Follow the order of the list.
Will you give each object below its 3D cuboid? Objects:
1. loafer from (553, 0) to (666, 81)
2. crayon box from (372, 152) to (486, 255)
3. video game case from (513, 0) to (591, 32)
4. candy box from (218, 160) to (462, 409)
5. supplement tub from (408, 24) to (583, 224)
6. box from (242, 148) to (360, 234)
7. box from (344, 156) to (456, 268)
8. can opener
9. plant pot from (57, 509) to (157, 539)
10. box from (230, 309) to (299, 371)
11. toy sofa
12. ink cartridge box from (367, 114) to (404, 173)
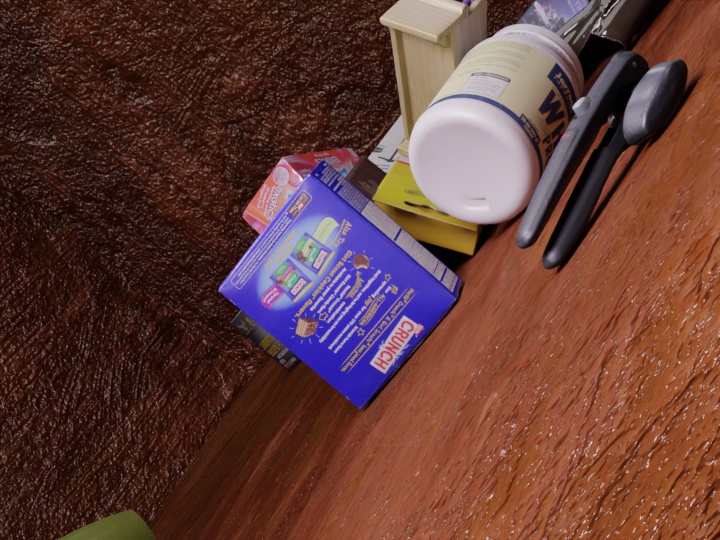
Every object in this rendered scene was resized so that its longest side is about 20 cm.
[{"bbox_3d":[0.293,-0.279,1.670,0.200,0.072,0.072,-46,42,29],"label":"loafer"},{"bbox_3d":[0.086,-0.079,1.700,0.200,0.125,0.051,-57,-18,-64],"label":"crayon box"},{"bbox_3d":[0.236,-0.274,1.910,0.200,0.019,0.144,-49,49,36],"label":"video game case"},{"bbox_3d":[-0.019,0.016,1.555,0.169,0.199,0.077,-49,2,22],"label":"candy box"},{"bbox_3d":[0.150,-0.160,1.579,0.145,0.144,0.201,-48,5,46],"label":"supplement tub"},{"bbox_3d":[-0.053,-0.089,1.966,0.103,0.095,0.199,-51,-15,23],"label":"box"},{"bbox_3d":[0.000,0.000,1.760,0.166,0.164,0.200,-50,3,25],"label":"box"},{"bbox_3d":[0.177,-0.091,1.147,0.201,0.063,0.079,-53,4,-19],"label":"can opener"},{"bbox_3d":[-0.470,0.537,2.712,0.199,0.188,0.187,-36,-3,-23],"label":"plant pot"},{"bbox_3d":[-0.164,0.110,2.970,0.049,0.158,0.200,-52,4,-27],"label":"box"},{"bbox_3d":[0.090,-0.221,1.685,0.098,0.082,0.202,-45,-37,-31],"label":"toy sofa"},{"bbox_3d":[0.085,-0.118,1.927,0.201,0.144,0.085,-56,-36,-46],"label":"ink cartridge box"}]
